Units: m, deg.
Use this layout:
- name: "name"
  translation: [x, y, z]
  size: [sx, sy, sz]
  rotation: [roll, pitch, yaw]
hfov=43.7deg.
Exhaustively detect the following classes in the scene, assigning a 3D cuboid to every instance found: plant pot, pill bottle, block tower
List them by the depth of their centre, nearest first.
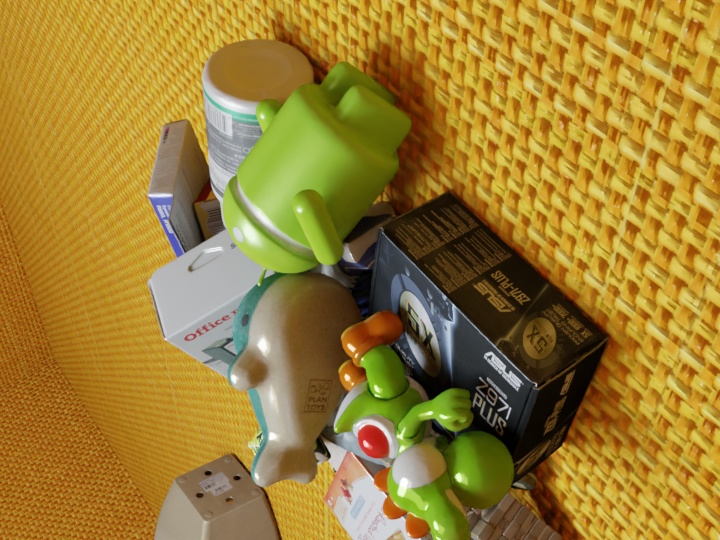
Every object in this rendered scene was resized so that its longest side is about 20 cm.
- name: "block tower"
  translation: [0.111, 0.225, 0.869]
  size: [0.200, 0.058, 0.054]
  rotation: [42, 169, -6]
- name: "pill bottle"
  translation: [-0.106, -0.130, 0.951]
  size: [0.113, 0.112, 0.202]
  rotation: [46, 150, 30]
- name: "plant pot"
  translation: [-0.281, 0.491, 1.778]
  size: [0.200, 0.198, 0.179]
  rotation: [38, 134, 39]

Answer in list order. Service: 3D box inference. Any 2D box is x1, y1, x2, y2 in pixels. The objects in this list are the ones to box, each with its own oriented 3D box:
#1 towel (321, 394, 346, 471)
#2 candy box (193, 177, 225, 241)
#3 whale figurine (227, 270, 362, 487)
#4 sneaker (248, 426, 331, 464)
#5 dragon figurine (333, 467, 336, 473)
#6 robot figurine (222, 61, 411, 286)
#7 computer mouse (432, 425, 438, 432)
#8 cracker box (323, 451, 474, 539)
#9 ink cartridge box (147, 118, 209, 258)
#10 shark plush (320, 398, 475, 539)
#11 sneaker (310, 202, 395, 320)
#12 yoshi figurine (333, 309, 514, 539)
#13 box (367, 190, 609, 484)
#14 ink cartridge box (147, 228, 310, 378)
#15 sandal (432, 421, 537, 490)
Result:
- name: "towel"
  translation: [0.025, 0.236, 1.065]
  size: [0.200, 0.035, 0.133]
  rotation: [44, 141, -1]
- name: "candy box"
  translation: [-0.146, -0.017, 1.133]
  size: [0.117, 0.056, 0.203]
  rotation: [-84, -21, -67]
- name: "whale figurine"
  translation: [-0.071, 0.100, 0.860]
  size: [0.103, 0.158, 0.203]
  rotation: [8, 92, 45]
- name: "sneaker"
  translation: [-0.081, 0.191, 0.983]
  size: [0.076, 0.076, 0.200]
  rotation: [60, 171, 12]
- name: "dragon figurine"
  translation: [-0.022, 0.206, 1.170]
  size: [0.199, 0.058, 0.101]
  rotation: [-8, 105, 58]
- name: "robot figurine"
  translation: [-0.045, -0.082, 0.803]
  size: [0.200, 0.115, 0.176]
  rotation: [-49, 41, 21]
- name: "computer mouse"
  translation: [0.068, 0.180, 1.025]
  size: [0.058, 0.034, 0.200]
  rotation: [40, 155, 8]
- name: "cracker box"
  translation: [0.051, 0.287, 0.977]
  size: [0.200, 0.057, 0.135]
  rotation: [48, 144, 21]
- name: "ink cartridge box"
  translation: [-0.205, -0.048, 1.103]
  size: [0.202, 0.043, 0.198]
  rotation: [-90, -12, -48]
- name: "shark plush"
  translation: [0.050, 0.202, 0.932]
  size: [0.200, 0.083, 0.091]
  rotation: [44, 172, -2]
- name: "sneaker"
  translation: [0.000, 0.000, 0.934]
  size: [0.116, 0.080, 0.199]
  rotation: [64, 161, -11]
- name: "yoshi figurine"
  translation: [0.059, 0.131, 0.753]
  size: [0.112, 0.112, 0.201]
  rotation: [-46, 51, 22]
- name: "box"
  translation: [0.099, 0.062, 0.787]
  size: [0.200, 0.085, 0.165]
  rotation: [47, 149, 29]
- name: "ink cartridge box"
  translation: [-0.118, 0.045, 0.997]
  size: [0.200, 0.145, 0.085]
  rotation: [45, -163, -56]
- name: "sandal"
  translation: [0.097, 0.140, 0.886]
  size: [0.201, 0.057, 0.080]
  rotation: [42, 172, 23]
